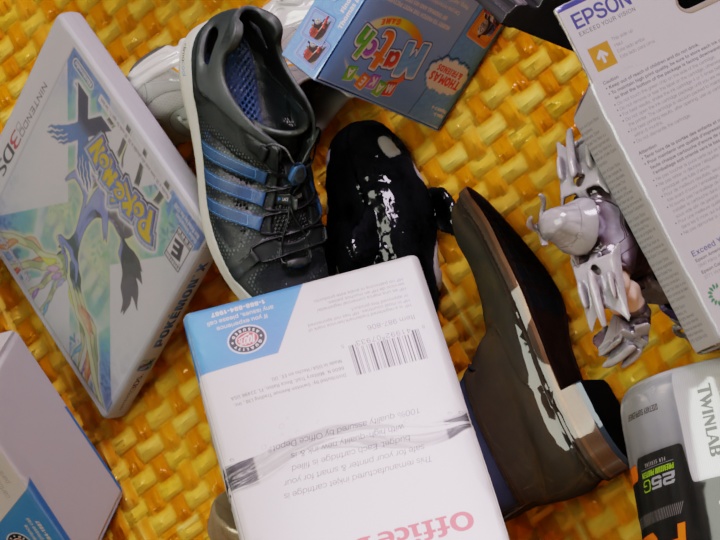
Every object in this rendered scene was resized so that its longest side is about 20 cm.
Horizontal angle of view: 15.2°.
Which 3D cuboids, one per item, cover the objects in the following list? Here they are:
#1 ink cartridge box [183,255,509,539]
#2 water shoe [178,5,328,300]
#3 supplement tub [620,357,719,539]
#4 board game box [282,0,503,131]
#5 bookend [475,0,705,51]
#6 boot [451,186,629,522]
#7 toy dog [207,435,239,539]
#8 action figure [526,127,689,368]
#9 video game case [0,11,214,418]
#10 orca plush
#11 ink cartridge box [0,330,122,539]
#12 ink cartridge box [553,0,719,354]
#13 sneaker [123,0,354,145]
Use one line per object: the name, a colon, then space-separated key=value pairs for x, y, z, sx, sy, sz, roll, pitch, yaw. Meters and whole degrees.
ink cartridge box: x=-0.008 y=0.109 z=1.553 sx=0.144 sy=0.084 sz=0.201 roll=-14 pitch=58 yaw=-5
water shoe: x=-0.059 y=-0.061 z=1.643 sx=0.079 sy=0.071 sz=0.201 roll=-20 pitch=88 yaw=60
supplement tub: x=0.217 y=0.153 z=1.483 sx=0.122 sy=0.122 sz=0.201 roll=-17 pitch=73 yaw=27
board game box: x=0.053 y=-0.190 z=1.622 sx=0.037 sy=0.151 sz=0.200 roll=37 pitch=100 yaw=31
bookend: x=0.171 y=-0.215 z=1.508 sx=0.092 sy=0.199 sz=0.199 roll=47 pitch=114 yaw=44
boot: x=0.080 y=0.052 z=1.610 sx=0.097 sy=0.075 sz=0.201 roll=-34 pitch=68 yaw=18
toy dog: x=-0.009 y=0.154 z=1.637 sx=0.200 sy=0.096 sz=0.132 roll=51 pitch=141 yaw=17
action figure: x=0.156 y=-0.007 z=1.498 sx=0.069 sy=0.200 sz=0.131 roll=-12 pitch=72 yaw=40
video game case: x=-0.176 y=-0.036 z=1.766 sx=0.200 sy=0.022 sz=0.183 roll=54 pitch=132 yaw=26
orca plush: x=0.000 y=0.000 z=1.667 sx=0.105 sy=0.071 sz=0.201 roll=1 pitch=82 yaw=31
ink cartridge box: x=-0.280 y=0.136 z=1.759 sx=0.199 sy=0.147 sz=0.086 roll=-15 pitch=31 yaw=27
ink cartridge box: x=0.219 y=-0.084 z=1.466 sx=0.201 sy=0.196 sz=0.043 roll=63 pitch=156 yaw=3
sneaker: x=-0.073 y=-0.109 z=1.725 sx=0.199 sy=0.076 sz=0.092 roll=-26 pitch=67 yaw=25
